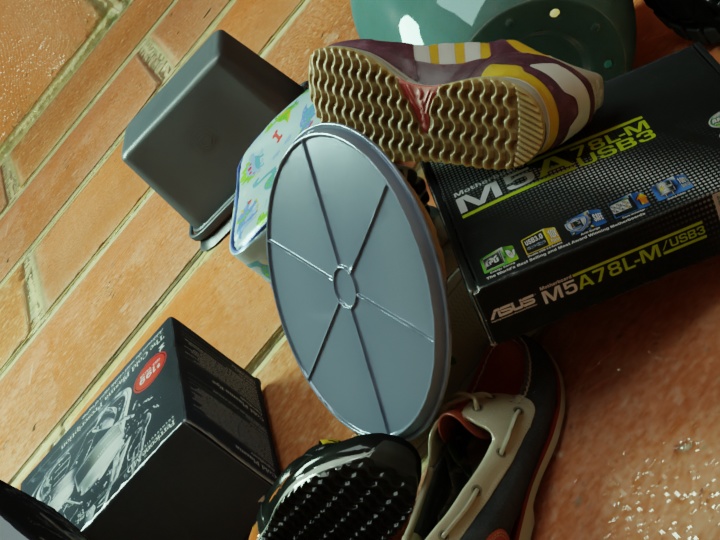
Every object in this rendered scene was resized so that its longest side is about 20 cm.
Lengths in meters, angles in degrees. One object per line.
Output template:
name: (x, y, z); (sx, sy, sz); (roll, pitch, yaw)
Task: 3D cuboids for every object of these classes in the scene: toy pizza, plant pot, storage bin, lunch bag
toy pizza: (0.003, 0.007, 0.965); (0.032, 0.202, 0.200); (-15, 4, -30)
plant pot: (0.106, -0.171, 1.115); (0.201, 0.200, 0.161); (-44, 33, 17)
storage bin: (-0.149, -0.150, 1.642); (0.200, 0.134, 0.146); (-42, 24, 19)
lunch bag: (-0.045, -0.081, 1.401); (0.161, 0.082, 0.201); (-41, 24, 22)

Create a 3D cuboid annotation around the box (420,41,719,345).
box: (0.145, -0.052, 0.941); (0.199, 0.048, 0.194); (-22, 29, 5)

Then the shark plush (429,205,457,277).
shark plush: (0.041, -0.037, 1.164); (0.091, 0.083, 0.200); (-48, 22, 9)

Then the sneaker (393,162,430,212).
sneaker: (0.000, 0.000, 1.073); (0.078, 0.201, 0.089); (-28, 44, -32)

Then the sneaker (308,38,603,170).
sneaker: (0.057, -0.110, 0.991); (0.199, 0.076, 0.090); (18, 31, 39)

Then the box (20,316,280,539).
box: (-0.167, 0.169, 1.225); (0.200, 0.104, 0.182); (-48, 23, 10)

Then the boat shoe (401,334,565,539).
boat shoe: (0.069, 0.107, 0.917); (0.071, 0.062, 0.201); (-33, 27, 41)

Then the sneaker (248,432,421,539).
sneaker: (-0.019, 0.133, 0.986); (0.200, 0.070, 0.091); (-52, 18, 49)

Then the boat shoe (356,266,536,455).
boat shoe: (0.064, 0.033, 1.027); (0.200, 0.072, 0.068); (-49, 21, 7)

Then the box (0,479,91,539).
box: (-0.215, 0.224, 1.007); (0.199, 0.197, 0.118); (31, 80, 29)

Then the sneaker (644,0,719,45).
sneaker: (0.252, -0.194, 1.032); (0.079, 0.076, 0.200); (-45, 30, -9)
